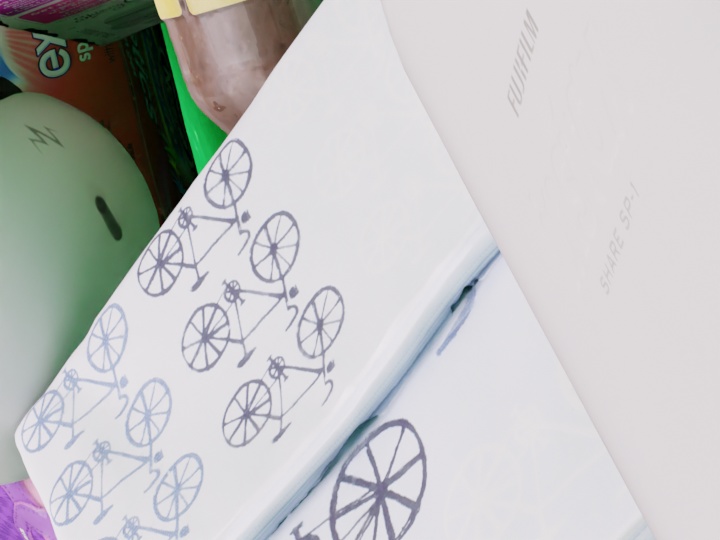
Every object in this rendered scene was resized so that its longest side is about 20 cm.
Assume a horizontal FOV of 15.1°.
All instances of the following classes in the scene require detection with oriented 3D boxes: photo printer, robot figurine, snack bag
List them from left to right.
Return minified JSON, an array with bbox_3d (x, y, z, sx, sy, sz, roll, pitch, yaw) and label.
[{"bbox_3d":[-0.157,-0.009,0.819,0.150,0.200,0.125,51,-124,-68],"label":"robot figurine"},{"bbox_3d":[-0.006,0.041,0.665,0.189,0.021,0.200,-51,43,22],"label":"snack bag"},{"bbox_3d":[0.062,-0.039,0.458,0.166,0.069,0.200,98,148,-62],"label":"photo printer"}]

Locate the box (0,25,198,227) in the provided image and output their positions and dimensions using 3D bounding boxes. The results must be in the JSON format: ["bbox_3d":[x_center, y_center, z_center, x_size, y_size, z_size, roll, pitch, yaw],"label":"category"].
[{"bbox_3d":[-0.118,-0.054,0.950,0.095,0.100,0.200,59,-166,-67],"label":"box"}]

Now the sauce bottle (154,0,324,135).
[{"bbox_3d":[-0.028,-0.086,0.745,0.065,0.065,0.200,-160,52,-72],"label":"sauce bottle"}]

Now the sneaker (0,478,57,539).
[{"bbox_3d":[-0.063,0.083,0.853,0.200,0.088,0.080,2,140,32],"label":"sneaker"}]

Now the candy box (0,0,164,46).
[{"bbox_3d":[-0.103,-0.143,0.786,0.200,0.061,0.136,-7,-103,-76],"label":"candy box"}]
